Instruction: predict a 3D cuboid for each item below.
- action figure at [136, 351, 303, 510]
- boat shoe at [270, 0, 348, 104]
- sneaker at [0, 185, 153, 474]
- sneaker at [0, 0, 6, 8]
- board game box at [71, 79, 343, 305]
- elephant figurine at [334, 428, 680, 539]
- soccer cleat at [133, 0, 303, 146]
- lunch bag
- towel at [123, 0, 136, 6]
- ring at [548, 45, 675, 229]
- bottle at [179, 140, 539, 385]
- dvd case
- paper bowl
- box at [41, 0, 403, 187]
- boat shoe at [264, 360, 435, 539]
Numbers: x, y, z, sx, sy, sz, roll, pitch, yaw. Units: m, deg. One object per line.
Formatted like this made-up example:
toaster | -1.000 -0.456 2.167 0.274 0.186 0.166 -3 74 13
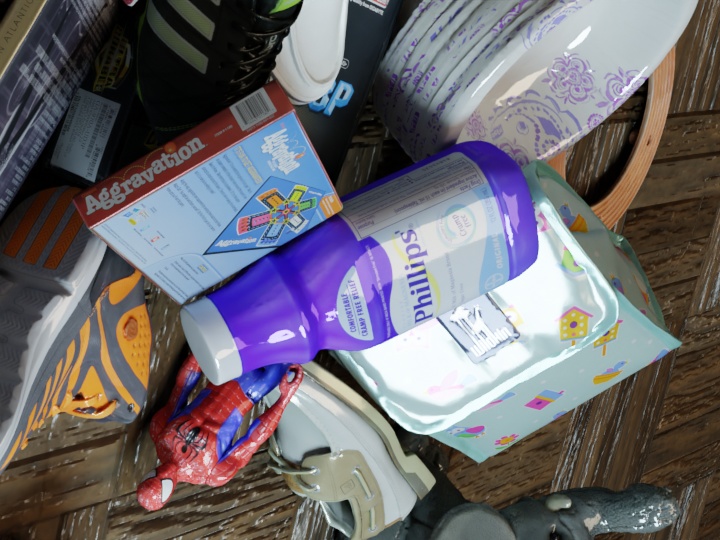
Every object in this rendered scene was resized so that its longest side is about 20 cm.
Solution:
action figure | -0.062 0.054 1.057 0.200 0.065 0.052 -53 172 -15
boat shoe | -0.027 -0.159 0.884 0.074 0.065 0.200 -47 142 -33
sneaker | -0.159 0.067 0.900 0.200 0.078 0.112 -58 148 -17
sneaker | -0.144 -0.144 0.790 0.116 0.076 0.200 10 100 -63
board game box | -0.066 -0.032 0.888 0.103 0.019 0.200 -29 168 0
elephant figurine | 0.087 0.196 1.262 0.141 0.200 0.155 -15 123 -55
soccer cleat | -0.059 -0.120 0.844 0.068 0.081 0.200 -32 135 -42
lunch bag | 0.085 0.025 1.173 0.170 0.122 0.200 -32 150 15
towel | -0.104 -0.219 0.729 0.200 0.023 0.144 52 55 -9
ring | 0.181 -0.111 1.394 0.200 0.019 0.200 -36 137 -43
bottle | 0.000 0.000 1.016 0.200 0.065 0.084 -25 123 -17
dvd case | -0.162 -0.050 0.798 0.200 0.016 0.149 -61 180 -5
paper bowl | 0.094 -0.146 1.098 0.201 0.104 0.201 -33 162 -12
box | -0.065 -0.104 0.970 0.200 0.046 0.159 15 97 -60
boat shoe | -0.020 0.111 1.157 0.068 0.075 0.200 -50 137 -8
